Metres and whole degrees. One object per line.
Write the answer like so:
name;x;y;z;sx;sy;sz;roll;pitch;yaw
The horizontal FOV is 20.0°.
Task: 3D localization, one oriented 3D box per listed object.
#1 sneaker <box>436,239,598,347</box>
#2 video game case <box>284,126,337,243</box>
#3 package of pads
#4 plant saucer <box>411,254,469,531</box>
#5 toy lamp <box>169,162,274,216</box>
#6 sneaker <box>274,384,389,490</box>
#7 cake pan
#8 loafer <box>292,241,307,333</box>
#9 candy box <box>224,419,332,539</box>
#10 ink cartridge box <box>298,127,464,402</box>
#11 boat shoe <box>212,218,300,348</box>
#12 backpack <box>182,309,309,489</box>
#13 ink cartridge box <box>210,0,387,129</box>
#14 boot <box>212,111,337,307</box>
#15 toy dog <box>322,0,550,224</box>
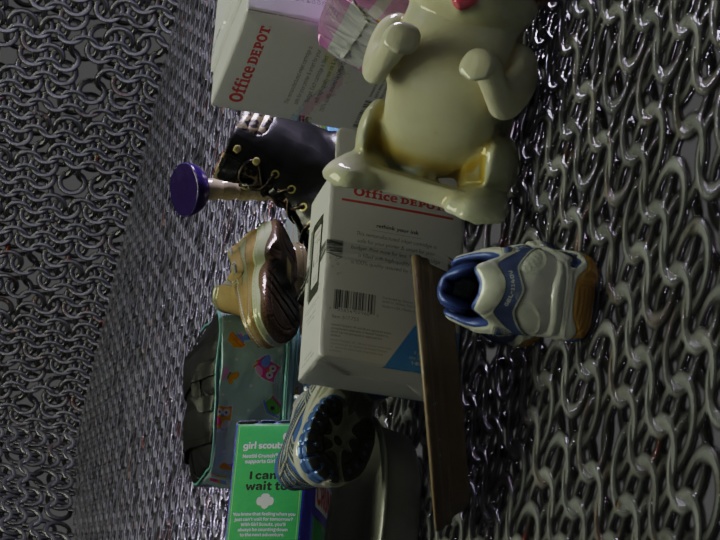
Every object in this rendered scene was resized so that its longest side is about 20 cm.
sneaker;0.091;0.010;1.379;0.200;0.088;0.075;159;118;-77
video game case;-0.053;-0.072;2.233;0.143;0.018;0.200;-97;20;-53
package of pads;0.049;-0.258;1.617;0.200;0.076;0.120;-56;6;-16
plant saucer;0.058;0.087;1.478;0.200;0.029;0.201;-4;-90;-88
toy lamp;-0.086;-0.077;1.978;0.058;0.200;0.058;6;98;53
sneaker;-0.019;0.101;1.681;0.085;0.077;0.200;-32;20;47
cake pan;0.009;0.222;1.703;0.200;0.037;0.201;-171;90;-78
loafer;-0.087;0.067;2.155;0.076;0.067;0.201;159;115;-76
candy box;-0.068;0.254;1.811;0.169;0.077;0.200;67;-157;-63
ink cartridge box;0.019;-0.004;1.640;0.068;0.116;0.200;128;150;-62
boat shoe;-0.102;0.023;1.912;0.200;0.076;0.072;-88;-25;-67
backpack;-0.100;0.124;1.986;0.200;0.153;0.176;100;175;-76
ink cartridge box;-0.015;-0.220;1.750;0.147;0.199;0.146;120;156;-57
boot;-0.065;-0.066;1.891;0.073;0.150;0.200;123;171;-58
toy dog;0.080;-0.154;1.500;0.194;0.139;0.200;-24;-50;-60
